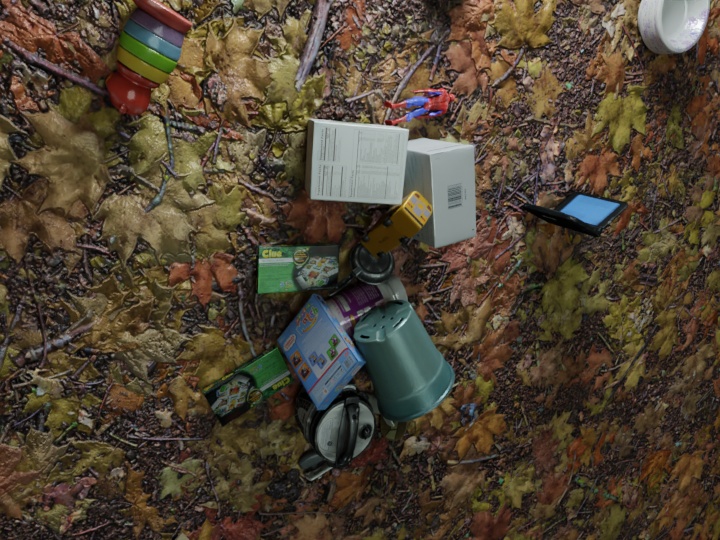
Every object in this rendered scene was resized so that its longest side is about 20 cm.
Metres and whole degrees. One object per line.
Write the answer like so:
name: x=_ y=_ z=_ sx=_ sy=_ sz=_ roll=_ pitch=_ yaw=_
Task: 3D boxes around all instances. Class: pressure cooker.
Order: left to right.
pressure cooker: x=-0.055 y=0.351 z=1.370 sx=0.177 sy=0.199 sz=0.178 roll=-38 pitch=119 yaw=-9

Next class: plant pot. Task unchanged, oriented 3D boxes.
plant pot: x=0.087 y=0.189 z=1.281 sx=0.197 sy=0.199 sz=0.200 roll=-32 pitch=112 yaw=-13

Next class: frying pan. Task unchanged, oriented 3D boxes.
frying pan: x=-0.004 y=-0.016 z=1.348 sx=0.184 sy=0.031 sz=0.118 roll=-12 pitch=68 yaw=-18

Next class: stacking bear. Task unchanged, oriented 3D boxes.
stacking bear: x=-0.394 y=-0.381 z=1.038 sx=0.111 sy=0.122 sz=0.204 roll=24 pitch=104 yaw=-22

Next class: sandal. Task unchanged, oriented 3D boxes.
sandal: x=0.104 y=0.354 z=1.531 sx=0.054 sy=0.078 sz=0.208 roll=-4 pitch=102 yaw=-62

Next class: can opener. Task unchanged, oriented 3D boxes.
can opener: x=-0.064 y=0.477 z=1.488 sx=0.195 sy=0.052 sz=0.068 roll=-23 pitch=114 yaw=-18

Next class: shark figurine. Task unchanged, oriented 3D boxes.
shark figurine: x=0.095 y=0.325 z=1.451 sx=0.211 sy=0.089 sz=0.131 roll=-31 pitch=89 yaw=11

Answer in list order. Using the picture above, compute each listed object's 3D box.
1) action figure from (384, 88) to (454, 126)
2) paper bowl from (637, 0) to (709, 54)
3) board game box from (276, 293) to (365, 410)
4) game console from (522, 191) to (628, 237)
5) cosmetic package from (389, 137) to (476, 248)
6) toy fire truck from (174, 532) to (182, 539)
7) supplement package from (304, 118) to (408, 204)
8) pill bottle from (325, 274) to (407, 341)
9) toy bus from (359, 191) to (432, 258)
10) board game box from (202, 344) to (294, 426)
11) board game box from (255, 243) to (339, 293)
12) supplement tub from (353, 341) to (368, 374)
action figure: x=0.142 y=-0.384 z=1.330 sx=0.195 sy=0.051 sz=0.068 roll=-19 pitch=119 yaw=-25
paper bowl: x=0.829 y=-0.692 z=1.541 sx=0.194 sy=0.104 sz=0.208 roll=-8 pitch=110 yaw=-23
board game box: x=-0.093 y=0.180 z=1.283 sx=0.152 sy=0.201 sz=0.036 roll=-49 pitch=148 yaw=18
game console: x=0.561 y=-0.172 z=1.513 sx=0.172 sy=0.199 sz=0.120 roll=21 pitch=96 yaw=-28
cosmetic package: x=0.157 y=-0.183 z=1.309 sx=0.119 sy=0.199 sz=0.206 roll=-14 pitch=111 yaw=-22
toy fire truck: x=-0.468 y=0.746 z=1.347 sx=0.198 sy=0.129 sz=0.178 roll=-36 pitch=118 yaw=0
supplement package: x=-0.014 y=-0.233 z=1.216 sx=0.193 sy=0.152 sz=0.156 roll=2 pitch=105 yaw=-11
pill bottle: x=0.012 y=0.089 z=1.373 sx=0.195 sy=0.112 sz=0.115 roll=-26 pitch=115 yaw=-16
toy bus: x=0.074 y=-0.096 z=1.268 sx=0.065 sy=0.199 sz=0.079 roll=41 pitch=61 yaw=-10
board game box: x=-0.260 y=0.269 z=1.346 sx=0.196 sy=0.023 sz=0.107 roll=-30 pitch=114 yaw=-15
board game box: x=-0.142 y=-0.006 z=1.310 sx=0.194 sy=0.023 sz=0.109 roll=-2 pitch=107 yaw=-26
supplement tub: x=0.053 y=0.191 z=1.429 sx=0.194 sy=0.107 sz=0.111 roll=-15 pitch=112 yaw=-20
